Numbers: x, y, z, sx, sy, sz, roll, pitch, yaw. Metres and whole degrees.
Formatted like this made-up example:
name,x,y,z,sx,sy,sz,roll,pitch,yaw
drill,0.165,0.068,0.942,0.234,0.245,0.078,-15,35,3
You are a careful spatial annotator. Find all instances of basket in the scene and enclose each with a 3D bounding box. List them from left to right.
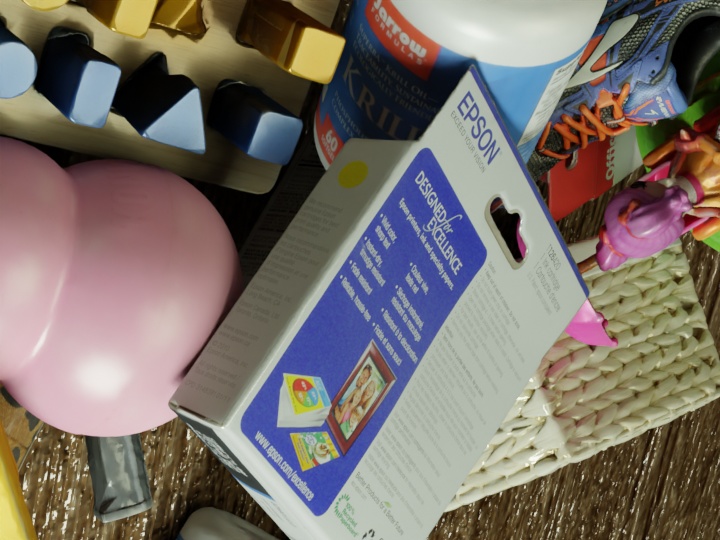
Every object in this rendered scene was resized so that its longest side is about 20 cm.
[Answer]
name,x,y,z,sx,sy,sz,roll,pitch,yaw
basket,0.116,0.059,1.129,0.200,0.135,0.124,-14,79,-46

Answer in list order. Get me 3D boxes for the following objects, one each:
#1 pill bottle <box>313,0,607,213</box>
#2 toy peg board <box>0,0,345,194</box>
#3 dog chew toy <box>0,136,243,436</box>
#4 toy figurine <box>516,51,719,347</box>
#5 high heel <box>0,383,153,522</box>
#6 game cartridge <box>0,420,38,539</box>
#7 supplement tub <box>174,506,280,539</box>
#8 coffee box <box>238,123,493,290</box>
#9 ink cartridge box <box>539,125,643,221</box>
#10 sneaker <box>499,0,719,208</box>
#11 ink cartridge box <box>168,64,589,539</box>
name,x,y,z,sx,sy,sz,roll,pitch,yaw
pill bottle,0.051,-0.119,0.858,0.112,0.112,0.200,-33,159,-34
toy peg board,-0.077,-0.133,0.768,0.199,0.098,0.200,12,105,-32
dog chew toy,-0.153,-0.002,0.785,0.199,0.125,0.125,19,99,-27
toy figurine,0.174,-0.034,1.014,0.184,0.150,0.200,-35,180,-32
high heel,-0.201,0.067,0.861,0.199,0.071,0.143,-13,96,-28
game cartridge,-0.229,0.124,0.785,0.175,0.032,0.201,-11,128,-4
supplement tub,-0.089,0.250,1.040,0.200,0.132,0.132,-59,145,-5
coffee box,0.000,0.000,0.968,0.113,0.079,0.200,76,31,-41
ink cartridge box,0.160,-0.127,1.152,0.200,0.067,0.117,-34,136,-34
sneaker,0.136,-0.104,0.977,0.200,0.078,0.075,-44,150,4
ink cartridge box,0.017,0.034,0.854,0.200,0.047,0.198,-57,143,-18
